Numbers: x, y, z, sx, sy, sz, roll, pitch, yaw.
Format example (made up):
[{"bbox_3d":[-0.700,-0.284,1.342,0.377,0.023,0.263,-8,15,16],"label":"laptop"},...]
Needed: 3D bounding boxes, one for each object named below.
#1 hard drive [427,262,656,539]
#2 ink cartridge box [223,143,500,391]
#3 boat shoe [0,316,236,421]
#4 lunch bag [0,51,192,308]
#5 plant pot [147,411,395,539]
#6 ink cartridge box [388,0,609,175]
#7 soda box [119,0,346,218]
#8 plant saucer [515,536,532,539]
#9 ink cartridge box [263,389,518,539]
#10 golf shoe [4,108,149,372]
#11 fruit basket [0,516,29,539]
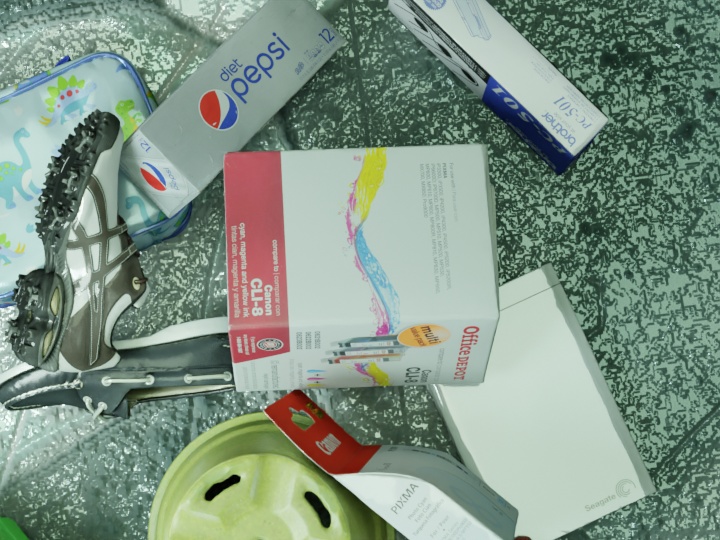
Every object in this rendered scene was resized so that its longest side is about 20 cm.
[{"bbox_3d":[0.134,0.112,1.396,0.131,0.027,0.201,-24,85,-3],"label":"hard drive"},{"bbox_3d":[0.000,0.000,1.321,0.199,0.145,0.145,-3,67,-2],"label":"ink cartridge box"},{"bbox_3d":[-0.187,0.087,1.372,0.199,0.076,0.061,-14,78,-1],"label":"boat shoe"},{"bbox_3d":[-0.242,-0.075,1.386,0.199,0.082,0.161,-26,85,-3],"label":"lunch bag"},{"bbox_3d":[-0.070,0.203,1.305,0.199,0.184,0.202,0,83,-1],"label":"plant pot"},{"bbox_3d":[0.107,-0.166,1.392,0.200,0.094,0.044,44,85,5],"label":"ink cartridge box"},{"bbox_3d":[-0.101,-0.134,1.358,0.068,0.063,0.200,45,58,-8],"label":"soda box"},{"bbox_3d":[0.095,0.340,1.350,0.199,0.037,0.200,-30,94,-4],"label":"plant saucer"},{"bbox_3d":[0.028,0.145,1.302,0.200,0.160,0.047,40,96,4],"label":"ink cartridge box"},{"bbox_3d":[-0.198,-0.020,1.313,0.094,0.078,0.201,13,101,-26],"label":"golf shoe"},{"bbox_3d":[-0.295,0.304,1.335,0.215,0.155,0.217,-14,117,-30],"label":"fruit basket"}]
